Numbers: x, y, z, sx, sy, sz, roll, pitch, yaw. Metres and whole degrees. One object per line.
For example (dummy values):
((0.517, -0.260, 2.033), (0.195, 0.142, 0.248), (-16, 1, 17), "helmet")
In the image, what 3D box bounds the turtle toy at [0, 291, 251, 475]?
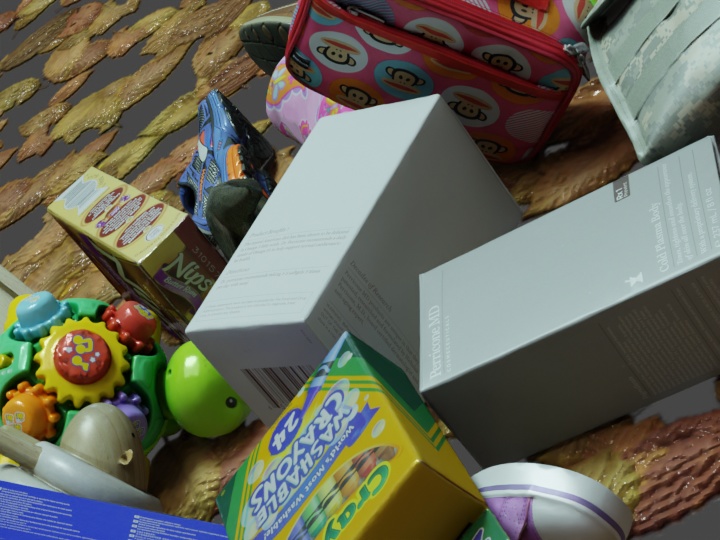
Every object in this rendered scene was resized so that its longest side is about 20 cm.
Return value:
((-0.171, 0.078, 1.184), (0.101, 0.197, 0.147), (116, 158, -62), "turtle toy")

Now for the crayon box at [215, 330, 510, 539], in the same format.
((-0.006, 0.128, 0.896), (0.126, 0.051, 0.200), (-52, 24, 8), "crayon box")

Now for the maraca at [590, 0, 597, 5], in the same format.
((0.234, -0.216, 1.174), (0.199, 0.107, 0.138), (14, 63, 42), "maraca")

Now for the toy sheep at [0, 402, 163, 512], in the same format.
((-0.197, 0.178, 1.088), (0.137, 0.137, 0.202), (19, 82, 57), "toy sheep")

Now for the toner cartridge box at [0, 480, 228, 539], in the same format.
((-0.144, 0.183, 0.982), (0.197, 0.044, 0.096), (12, 41, -1), "toner cartridge box")

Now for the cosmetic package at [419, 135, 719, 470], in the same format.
((0.134, 0.021, 0.976), (0.198, 0.090, 0.107), (-25, 35, 19), "cosmetic package")

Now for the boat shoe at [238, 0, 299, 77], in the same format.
((-0.016, -0.205, 1.483), (0.198, 0.076, 0.074), (6, 46, 41), "boat shoe")

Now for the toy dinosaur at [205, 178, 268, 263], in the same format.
((-0.074, -0.023, 1.226), (0.102, 0.200, 0.077), (39, 95, 28), "toy dinosaur")

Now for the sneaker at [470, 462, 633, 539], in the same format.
((0.052, 0.171, 0.886), (0.199, 0.073, 0.115), (-24, 34, 45), "sneaker")

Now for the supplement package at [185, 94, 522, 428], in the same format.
((0.000, 0.000, 1.124), (0.116, 0.118, 0.201), (-6, 43, 45), "supplement package")

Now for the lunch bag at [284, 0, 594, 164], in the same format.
((0.057, -0.164, 1.162), (0.176, 0.198, 0.083), (119, 171, -61), "lunch bag")

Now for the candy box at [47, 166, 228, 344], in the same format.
((-0.154, -0.005, 1.306), (0.056, 0.117, 0.199), (-45, 29, -14), "candy box")

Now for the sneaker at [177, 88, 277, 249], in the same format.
((-0.119, -0.085, 1.425), (0.078, 0.075, 0.201), (-36, 28, 12), "sneaker")

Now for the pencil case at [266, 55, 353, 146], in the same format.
((-0.001, -0.120, 1.331), (0.087, 0.088, 0.200), (-44, 30, -10), "pencil case")

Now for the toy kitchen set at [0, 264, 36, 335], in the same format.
((-0.280, 0.130, 1.309), (0.164, 0.180, 0.200), (-50, -9, -25), "toy kitchen set")

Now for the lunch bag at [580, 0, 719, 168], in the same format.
((0.223, -0.161, 1.036), (0.164, 0.117, 0.201), (-45, 35, 24), "lunch bag")
